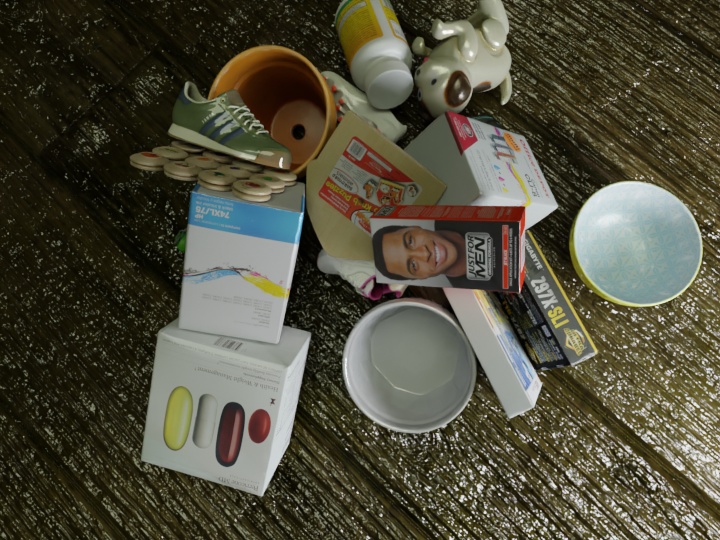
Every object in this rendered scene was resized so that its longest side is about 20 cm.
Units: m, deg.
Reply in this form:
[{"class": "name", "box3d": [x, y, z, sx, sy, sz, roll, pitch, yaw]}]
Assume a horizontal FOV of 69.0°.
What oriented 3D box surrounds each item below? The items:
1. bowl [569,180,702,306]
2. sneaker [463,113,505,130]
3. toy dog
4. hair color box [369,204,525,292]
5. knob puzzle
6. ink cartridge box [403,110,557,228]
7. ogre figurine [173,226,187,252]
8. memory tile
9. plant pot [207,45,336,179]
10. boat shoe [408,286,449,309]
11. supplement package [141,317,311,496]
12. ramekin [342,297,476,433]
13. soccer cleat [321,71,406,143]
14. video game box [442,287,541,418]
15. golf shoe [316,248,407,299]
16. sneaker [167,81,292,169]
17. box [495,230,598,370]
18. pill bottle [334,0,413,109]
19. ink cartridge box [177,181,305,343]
[{"class": "bowl", "box3d": [0.429, -0.033, 0.861, 0.198, 0.108, 0.202, 0, 78, 2]}, {"class": "sneaker", "box3d": [0.164, -0.226, 0.942, 0.198, 0.076, 0.080, -17, 64, -8]}, {"class": "toy dog", "box3d": [0.168, -0.347, 0.921, 0.200, 0.139, 0.195, -47, 117, -28]}, {"class": "hair color box", "box3d": [0.117, -0.033, 0.709, 0.198, 0.061, 0.102, 3, 116, 24]}, {"class": "knob puzzle", "box3d": [0.004, -0.102, 0.782, 0.217, 0.030, 0.222, 7, 113, 16]}, {"class": "ink cartridge box", "box3d": [0.175, -0.130, 0.821, 0.199, 0.144, 0.147, 2, 62, -40]}, {"class": "ogre figurine", "box3d": [-0.214, -0.033, 0.897, 0.200, 0.098, 0.120, 38, 100, 25]}, {"class": "memory tile", "box3d": [-0.198, -0.142, 0.729, 0.198, 0.153, 0.017, 16, 113, 8]}, {"class": "plant pot", "box3d": [-0.124, -0.242, 0.875, 0.198, 0.183, 0.202, 1, 95, 11]}, {"class": "boat shoe", "box3d": [0.078, -0.006, 0.887, 0.068, 0.072, 0.200, -43, 79, -6]}, {"class": "supplement package", "box3d": [-0.195, 0.184, 0.782, 0.189, 0.147, 0.202, 13, 103, 4]}, {"class": "ramekin", "box3d": [0.078, 0.136, 0.813, 0.198, 0.105, 0.202, 2, 98, 12]}, {"class": "soccer cleat", "box3d": [-0.001, -0.297, 0.964, 0.077, 0.070, 0.200, -32, 69, -34]}, {"class": "video game box", "box3d": [0.207, 0.107, 0.802, 0.047, 0.182, 0.201, -29, 78, 16]}, {"class": "golf shoe", "box3d": [0.000, 0.000, 0.849, 0.199, 0.075, 0.092, -3, 62, 39]}, {"class": "sneaker", "box3d": [-0.186, -0.215, 0.760, 0.198, 0.067, 0.091, 19, 104, 12]}, {"class": "box", "box3d": [0.271, 0.054, 0.822, 0.049, 0.160, 0.201, -25, 77, -3]}, {"class": "pill bottle", "box3d": [0.028, -0.390, 0.932, 0.112, 0.113, 0.202, -15, 63, -1]}, {"class": "ink cartridge box", "box3d": [-0.167, -0.025, 0.757, 0.145, 0.147, 0.202, 10, 112, -9]}]
